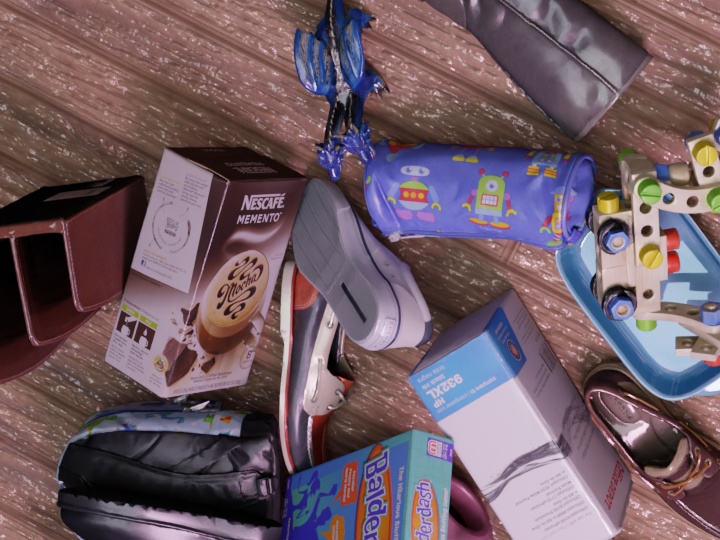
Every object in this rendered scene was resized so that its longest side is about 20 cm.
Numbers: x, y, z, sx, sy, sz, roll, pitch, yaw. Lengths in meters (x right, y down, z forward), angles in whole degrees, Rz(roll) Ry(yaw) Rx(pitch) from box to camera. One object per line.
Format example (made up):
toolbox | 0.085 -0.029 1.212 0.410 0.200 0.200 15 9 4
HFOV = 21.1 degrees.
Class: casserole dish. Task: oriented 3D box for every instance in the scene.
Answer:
casserole dish | 0.252 0.015 1.632 0.121 0.039 0.200 -37 93 17

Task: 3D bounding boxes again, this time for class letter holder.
letter holder | -0.252 0.010 1.661 0.100 0.200 0.143 -6 101 14

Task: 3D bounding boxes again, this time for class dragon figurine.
dragon figurine | -0.020 -0.180 1.618 0.058 0.099 0.201 -9 100 14

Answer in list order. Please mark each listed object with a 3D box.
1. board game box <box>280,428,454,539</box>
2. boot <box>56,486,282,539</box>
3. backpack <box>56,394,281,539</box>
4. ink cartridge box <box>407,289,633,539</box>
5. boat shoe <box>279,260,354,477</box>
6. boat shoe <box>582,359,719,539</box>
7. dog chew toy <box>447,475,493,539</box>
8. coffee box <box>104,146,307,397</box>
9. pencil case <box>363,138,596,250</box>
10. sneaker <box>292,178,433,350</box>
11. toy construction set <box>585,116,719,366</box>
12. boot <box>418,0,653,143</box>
board game box | -0.001 0.229 1.605 0.045 0.153 0.200 19 153 -29
boot | -0.171 0.278 1.626 0.199 0.076 0.169 12 90 -3
backpack | -0.170 0.189 1.724 0.198 0.154 0.164 -2 112 -2
ink cartridge box | 0.139 0.134 1.628 0.083 0.145 0.201 -32 94 18
boat shoe | -0.036 0.089 1.701 0.062 0.071 0.202 2 99 9
boat shoe | 0.264 0.162 1.644 0.072 0.072 0.200 -42 91 18
dog chew toy | 0.024 0.264 1.702 0.125 0.125 0.200 46 116 0
coffee box | -0.133 -0.001 1.667 0.080 0.113 0.201 28 109 32
pencil case | 0.097 -0.062 1.610 0.199 0.078 0.088 5 87 25
sneaker | 0.000 0.000 1.637 0.070 0.201 0.073 15 124 -36
toy construction set | 0.253 -0.019 1.564 0.130 0.092 0.201 -10 104 -5
boot | 0.156 -0.229 1.582 0.200 0.073 0.182 41 122 8
